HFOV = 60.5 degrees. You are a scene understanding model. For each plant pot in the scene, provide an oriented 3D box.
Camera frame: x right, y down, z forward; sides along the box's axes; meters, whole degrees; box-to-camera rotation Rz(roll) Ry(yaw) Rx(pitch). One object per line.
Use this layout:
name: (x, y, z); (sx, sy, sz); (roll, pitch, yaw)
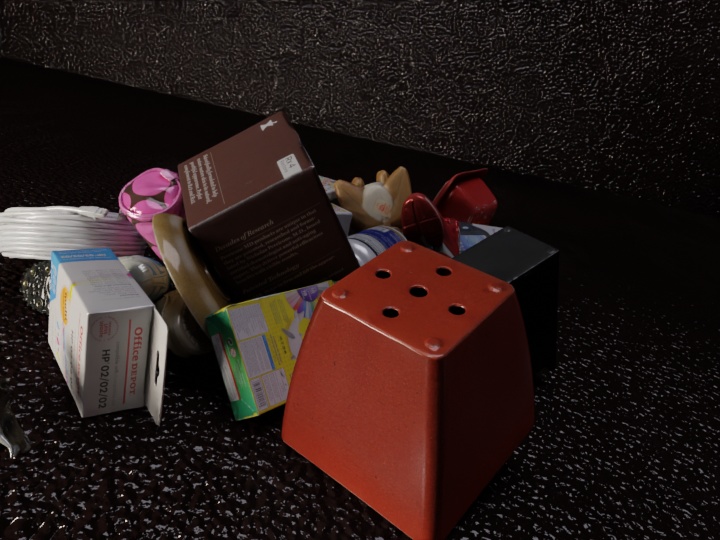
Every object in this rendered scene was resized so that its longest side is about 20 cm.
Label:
plant pot: (-0.184, 0.015, 0.747); (0.027, 0.202, 0.200); (-29, 26, -2)
plant pot: (0.052, 0.091, 0.601); (0.198, 0.179, 0.199); (25, 40, 33)

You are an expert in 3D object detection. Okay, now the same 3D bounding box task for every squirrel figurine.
squirrel figurine: (0.035, -0.090, 1.212); (0.139, 0.203, 0.187); (-20, -2, -7)

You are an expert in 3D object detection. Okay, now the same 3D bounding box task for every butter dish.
butter dish: (0.238, -0.112, 1.393); (0.148, 0.201, 0.198); (45, 32, 17)

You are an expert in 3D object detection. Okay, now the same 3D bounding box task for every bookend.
bookend: (0.160, 0.081, 0.812); (0.197, 0.203, 0.092); (-29, 37, -24)

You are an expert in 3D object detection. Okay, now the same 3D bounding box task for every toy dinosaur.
toy dinosaur: (-0.378, 0.101, 0.545); (0.196, 0.078, 0.102); (14, 12, -4)

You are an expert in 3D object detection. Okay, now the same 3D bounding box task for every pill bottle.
pill bottle: (0.000, 0.000, 0.988); (0.114, 0.118, 0.199); (20, 21, 22)

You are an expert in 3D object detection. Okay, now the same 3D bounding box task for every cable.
cable: (-0.400, -0.047, 0.870); (0.196, 0.071, 0.200); (1, 0, 1)

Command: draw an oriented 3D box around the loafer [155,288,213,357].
loafer: (-0.214, 0.061, 0.752); (0.067, 0.077, 0.200); (-26, 13, -2)

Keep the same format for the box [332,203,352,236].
box: (-0.120, -0.083, 1.147); (0.100, 0.114, 0.199); (-4, 23, -41)

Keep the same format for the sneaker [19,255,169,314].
sneaker: (-0.335, 0.021, 0.780); (0.196, 0.073, 0.072); (-2, -7, 12)

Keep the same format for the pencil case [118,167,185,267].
pencil case: (-0.253, -0.056, 0.864); (0.093, 0.201, 0.091); (-41, 64, -14)

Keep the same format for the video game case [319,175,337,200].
video game case: (-0.133, -0.166, 1.167); (0.179, 0.023, 0.200); (18, 18, 13)

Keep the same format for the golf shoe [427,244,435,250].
golf shoe: (0.194, 0.018, 1.094); (0.197, 0.094, 0.073); (17, 18, 9)

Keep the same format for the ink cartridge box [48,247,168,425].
ink cartridge box: (-0.268, 0.067, 0.642); (0.067, 0.117, 0.199); (-4, 25, -38)

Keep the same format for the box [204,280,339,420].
box: (-0.075, 0.082, 0.716); (0.048, 0.119, 0.198); (-22, -6, 40)

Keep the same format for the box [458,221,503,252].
box: (0.244, -0.041, 1.285); (0.196, 0.042, 0.121); (5, 52, -15)

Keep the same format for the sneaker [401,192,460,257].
sneaker: (0.134, -0.083, 1.159); (0.077, 0.202, 0.117); (-11, 38, 21)

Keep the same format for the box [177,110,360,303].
box: (-0.115, -0.060, 0.814); (0.162, 0.202, 0.167); (-27, 40, -1)
